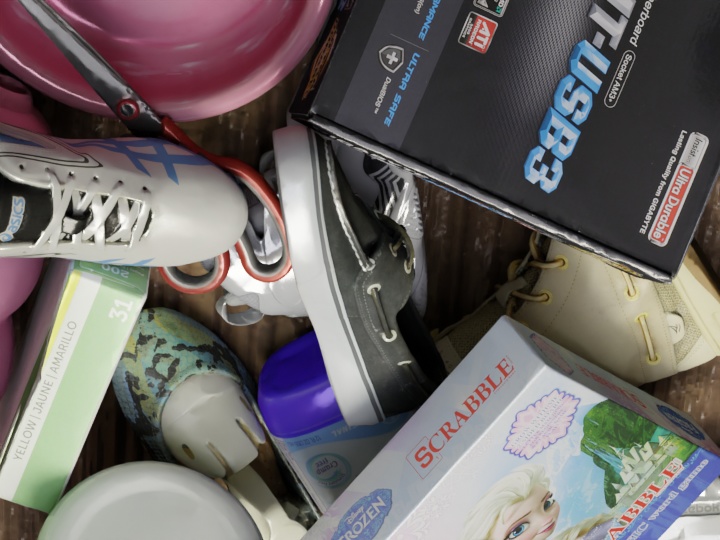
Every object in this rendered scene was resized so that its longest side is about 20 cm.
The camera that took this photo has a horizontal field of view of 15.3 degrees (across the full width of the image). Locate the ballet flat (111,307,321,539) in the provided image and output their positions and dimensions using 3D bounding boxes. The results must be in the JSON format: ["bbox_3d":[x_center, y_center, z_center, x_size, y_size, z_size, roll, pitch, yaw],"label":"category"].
[{"bbox_3d":[-0.065,0.104,1.424,0.074,0.074,0.200,-24,122,12],"label":"ballet flat"}]

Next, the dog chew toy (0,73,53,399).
[{"bbox_3d":[-0.214,-0.006,1.334,0.124,0.125,0.201,23,109,-14],"label":"dog chew toy"}]

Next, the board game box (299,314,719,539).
[{"bbox_3d":[0.068,0.133,1.358,0.200,0.041,0.199,-49,143,12],"label":"board game box"}]

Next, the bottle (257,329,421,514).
[{"bbox_3d":[0.022,0.119,1.441,0.083,0.065,0.200,-24,118,13],"label":"bottle"}]

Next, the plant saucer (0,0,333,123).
[{"bbox_3d":[-0.104,-0.167,1.265,0.200,0.051,0.201,5,124,8],"label":"plant saucer"}]

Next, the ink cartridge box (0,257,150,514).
[{"bbox_3d":[-0.150,0.061,1.323,0.048,0.200,0.146,19,119,-11],"label":"ink cartridge box"}]

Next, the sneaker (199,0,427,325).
[{"bbox_3d":[-0.030,-0.054,1.333,0.114,0.075,0.201,-8,123,0],"label":"sneaker"}]

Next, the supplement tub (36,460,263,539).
[{"bbox_3d":[-0.118,0.192,1.410,0.122,0.123,0.200,8,151,-7],"label":"supplement tub"}]

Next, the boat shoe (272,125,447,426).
[{"bbox_3d":[0.000,0.000,1.290,0.056,0.069,0.200,-12,139,4],"label":"boat shoe"}]

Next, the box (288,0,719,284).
[{"bbox_3d":[0.095,-0.122,1.267,0.198,0.050,0.201,24,88,-13],"label":"box"}]

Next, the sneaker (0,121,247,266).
[{"bbox_3d":[-0.146,-0.031,1.250,0.199,0.073,0.072,9,119,-22],"label":"sneaker"}]

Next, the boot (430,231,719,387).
[{"bbox_3d":[0.089,0.002,1.371,0.155,0.073,0.200,-32,122,11],"label":"boot"}]

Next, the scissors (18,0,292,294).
[{"bbox_3d":[-0.098,-0.073,1.289,0.073,0.014,0.201,-20,112,19],"label":"scissors"}]

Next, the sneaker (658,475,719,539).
[{"bbox_3d":[0.194,0.133,1.455,0.199,0.076,0.081,-20,109,8],"label":"sneaker"}]
